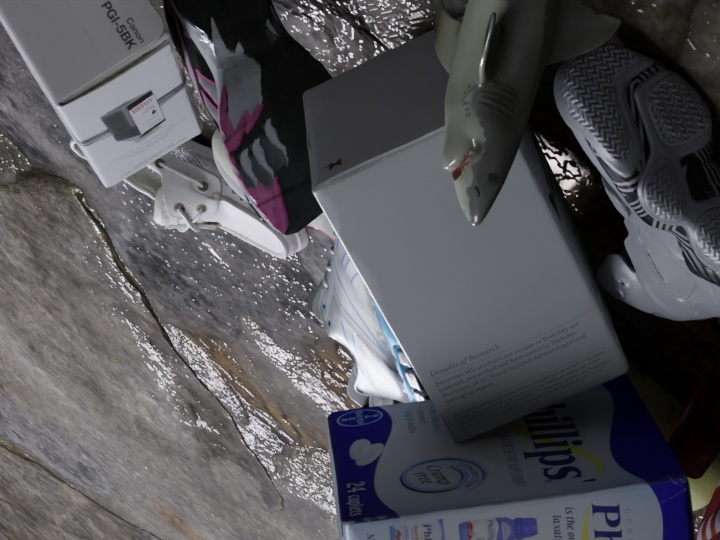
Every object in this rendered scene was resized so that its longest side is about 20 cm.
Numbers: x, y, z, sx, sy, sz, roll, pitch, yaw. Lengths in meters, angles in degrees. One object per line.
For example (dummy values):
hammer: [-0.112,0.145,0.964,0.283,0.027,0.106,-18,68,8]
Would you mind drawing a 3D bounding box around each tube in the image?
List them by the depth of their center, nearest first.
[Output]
tube: [0.160,0.078,1.267,0.200,0.052,0.058,40,-173,-10]

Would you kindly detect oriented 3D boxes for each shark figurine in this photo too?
shark figurine: [0.098,-0.140,0.972,0.089,0.129,0.215,8,129,-14]

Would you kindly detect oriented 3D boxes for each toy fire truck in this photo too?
toy fire truck: [0.240,0.143,1.156,0.112,0.169,0.200,27,156,0]

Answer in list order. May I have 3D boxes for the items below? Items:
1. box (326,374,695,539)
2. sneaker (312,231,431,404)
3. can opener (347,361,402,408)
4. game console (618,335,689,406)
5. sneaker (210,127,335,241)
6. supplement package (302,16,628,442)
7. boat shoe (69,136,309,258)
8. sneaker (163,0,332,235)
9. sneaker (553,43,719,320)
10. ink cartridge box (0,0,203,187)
box: [0.086,0.148,1.161,0.184,0.199,0.106,-103,6,-74]
sneaker: [0.000,0.000,1.245,0.086,0.075,0.201,-2,111,34]
can opener: [0.076,0.117,1.341,0.200,0.053,0.066,37,-168,19]
game console: [0.126,0.058,1.369,0.200,0.031,0.177,40,150,-6]
sneaker: [-0.012,-0.067,1.310,0.199,0.070,0.094,34,136,20]
supplement package: [0.061,-0.024,1.128,0.117,0.117,0.200,-96,-20,-56]
boat shoe: [-0.132,-0.059,1.470,0.199,0.069,0.071,32,154,12]
sneaker: [-0.067,-0.120,1.196,0.086,0.080,0.201,158,93,-78]
sneaker: [0.160,-0.038,1.080,0.200,0.075,0.115,42,154,-17]
ink cartridge box: [-0.179,-0.154,1.241,0.147,0.083,0.200,57,175,11]
